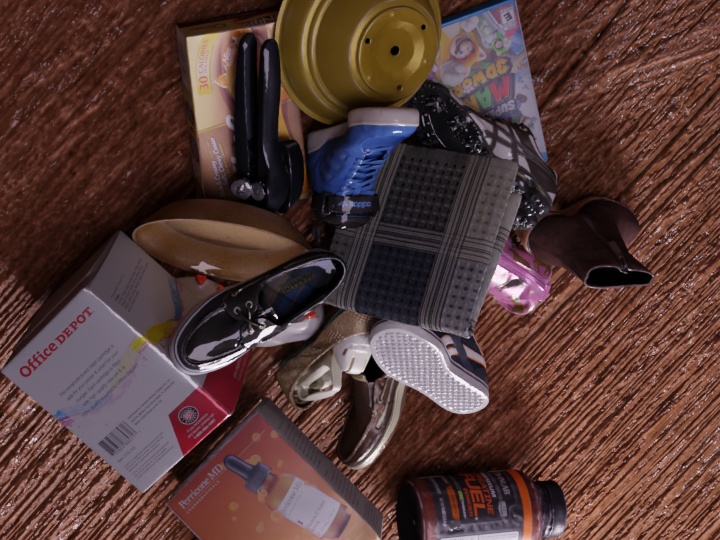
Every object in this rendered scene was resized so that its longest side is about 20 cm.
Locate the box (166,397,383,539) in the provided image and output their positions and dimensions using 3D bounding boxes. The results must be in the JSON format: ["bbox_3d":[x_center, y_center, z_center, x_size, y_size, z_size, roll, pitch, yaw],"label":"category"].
[{"bbox_3d":[-0.094,0.273,1.780,0.200,0.106,0.152,45,95,-2],"label":"box"}]

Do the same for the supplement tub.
[{"bbox_3d":[0.150,0.300,1.923,0.198,0.107,0.108,-3,115,-19],"label":"supplement tub"}]

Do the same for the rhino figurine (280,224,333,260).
[{"bbox_3d":[0.000,0.000,1.751,0.198,0.088,0.060,13,150,-23],"label":"rhino figurine"}]

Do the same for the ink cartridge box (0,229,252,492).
[{"bbox_3d":[-0.239,0.091,1.625,0.200,0.145,0.145,43,113,-15],"label":"ink cartridge box"}]

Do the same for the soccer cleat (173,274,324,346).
[{"bbox_3d":[-0.139,0.052,1.732,0.198,0.070,0.078,5,146,-12],"label":"soccer cleat"}]

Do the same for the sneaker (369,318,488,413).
[{"bbox_3d":[0.073,0.085,1.737,0.078,0.080,0.200,-20,142,25],"label":"sneaker"}]

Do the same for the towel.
[{"bbox_3d":[0.064,-0.039,1.668,0.035,0.191,0.202,40,65,-59],"label":"towel"}]

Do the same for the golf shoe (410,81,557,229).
[{"bbox_3d":[0.138,-0.138,1.724,0.200,0.095,0.078,47,135,-10],"label":"golf shoe"}]

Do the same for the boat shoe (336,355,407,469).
[{"bbox_3d":[0.013,0.130,1.816,0.074,0.075,0.204,24,92,-34],"label":"boat shoe"}]

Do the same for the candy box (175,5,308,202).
[{"bbox_3d":[-0.123,-0.165,1.642,0.114,0.055,0.202,-11,117,-14],"label":"candy box"}]

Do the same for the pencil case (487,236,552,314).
[{"bbox_3d":[0.130,-0.023,1.769,0.199,0.087,0.083,30,125,-35],"label":"pencil case"}]

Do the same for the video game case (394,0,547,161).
[{"bbox_3d":[0.125,-0.189,1.739,0.142,0.018,0.201,-21,119,-10],"label":"video game case"}]

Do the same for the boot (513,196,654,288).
[{"bbox_3d":[0.277,-0.021,1.772,0.199,0.166,0.073,2,116,-35],"label":"boot"}]

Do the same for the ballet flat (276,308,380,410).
[{"bbox_3d":[-0.023,0.096,1.741,0.070,0.066,0.200,2,148,-35],"label":"ballet flat"}]

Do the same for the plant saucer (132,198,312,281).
[{"bbox_3d":[-0.139,-0.035,1.645,0.199,0.200,0.036,17,71,-25],"label":"plant saucer"}]

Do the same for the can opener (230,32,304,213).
[{"bbox_3d":[-0.104,-0.145,1.596,0.063,0.079,0.202,8,121,23],"label":"can opener"}]

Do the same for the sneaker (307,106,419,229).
[{"bbox_3d":[0.003,-0.101,1.615,0.076,0.199,0.112,1,83,-29],"label":"sneaker"}]

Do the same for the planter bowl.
[{"bbox_3d":[0.018,-0.233,1.602,0.199,0.083,0.202,-13,117,-27],"label":"planter bowl"}]

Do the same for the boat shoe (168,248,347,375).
[{"bbox_3d":[-0.100,0.036,1.549,0.199,0.057,0.069,-33,99,-17],"label":"boat shoe"}]
